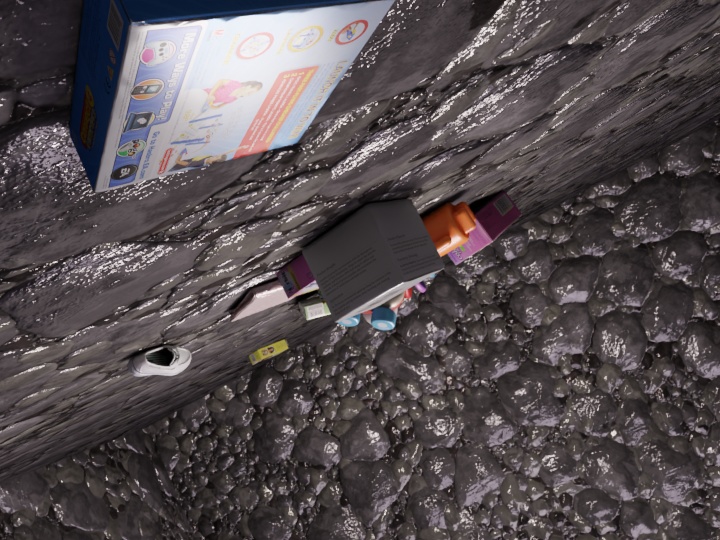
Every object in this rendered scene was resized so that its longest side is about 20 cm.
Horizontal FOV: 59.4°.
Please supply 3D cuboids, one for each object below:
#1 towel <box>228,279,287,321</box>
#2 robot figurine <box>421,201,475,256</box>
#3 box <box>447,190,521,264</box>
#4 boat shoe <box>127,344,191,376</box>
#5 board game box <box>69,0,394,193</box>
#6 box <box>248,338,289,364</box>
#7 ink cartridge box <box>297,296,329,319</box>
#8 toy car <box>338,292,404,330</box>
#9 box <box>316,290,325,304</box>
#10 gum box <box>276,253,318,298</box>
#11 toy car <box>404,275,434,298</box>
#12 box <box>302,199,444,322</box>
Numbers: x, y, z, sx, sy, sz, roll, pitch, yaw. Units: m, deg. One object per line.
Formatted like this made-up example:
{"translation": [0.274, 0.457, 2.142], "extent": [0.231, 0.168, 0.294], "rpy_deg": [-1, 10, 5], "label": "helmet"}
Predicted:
{"translation": [-0.213, 0.057, 1.559], "extent": [0.198, 0.033, 0.190], "rpy_deg": [-21, 171, -37], "label": "towel"}
{"translation": [0.210, -0.101, 1.673], "extent": [0.198, 0.146, 0.116], "rpy_deg": [-31, 149, 24], "label": "robot figurine"}
{"translation": [0.375, -0.133, 1.985], "extent": [0.175, 0.097, 0.200], "rpy_deg": [-38, 179, -33], "label": "box"}
{"translation": [-0.480, 0.223, 1.567], "extent": [0.066, 0.075, 0.199], "rpy_deg": [-27, 173, 25], "label": "boat shoe"}
{"translation": [-0.102, -0.149, 0.467], "extent": [0.194, 0.057, 0.200], "rpy_deg": [-23, 171, -34], "label": "board game box"}
{"translation": [-0.419, 0.374, 2.908], "extent": [0.075, 0.051, 0.199], "rpy_deg": [-32, 172, 35], "label": "box"}
{"translation": [-0.124, 0.102, 1.998], "extent": [0.143, 0.049, 0.200], "rpy_deg": [-14, -169, -14], "label": "ink cartridge box"}
{"translation": [0.029, 0.083, 1.616], "extent": [0.173, 0.187, 0.201], "rpy_deg": [5, 150, 8], "label": "toy car"}
{"translation": [-0.071, 0.030, 1.735], "extent": [0.064, 0.071, 0.200], "rpy_deg": [-26, 173, -20], "label": "box"}
{"translation": [-0.083, -0.007, 1.449], "extent": [0.113, 0.067, 0.199], "rpy_deg": [-33, 171, 34], "label": "gum box"}
{"translation": [0.169, 0.014, 2.170], "extent": [0.198, 0.152, 0.175], "rpy_deg": [-29, 172, 14], "label": "toy car"}
{"translation": [0.028, -0.024, 1.325], "extent": [0.198, 0.174, 0.199], "rpy_deg": [-32, 172, 33], "label": "box"}
